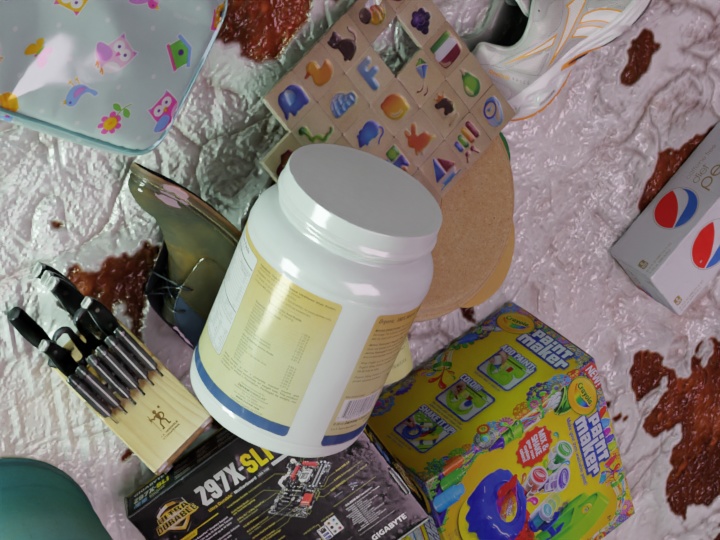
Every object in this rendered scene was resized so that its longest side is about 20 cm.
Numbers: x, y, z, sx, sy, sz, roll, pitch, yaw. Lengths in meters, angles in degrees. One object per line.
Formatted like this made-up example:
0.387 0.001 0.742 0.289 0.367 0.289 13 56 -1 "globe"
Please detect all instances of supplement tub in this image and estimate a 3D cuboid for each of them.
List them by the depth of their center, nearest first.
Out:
-0.031 0.022 1.544 0.144 0.145 0.201 1 125 -37 "supplement tub"

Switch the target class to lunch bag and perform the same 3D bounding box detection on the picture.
-0.203 -0.169 1.446 0.199 0.077 0.161 18 104 -42 "lunch bag"

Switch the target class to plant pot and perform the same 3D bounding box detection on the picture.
-0.250 0.275 1.583 0.199 0.188 0.201 -17 123 -28 "plant pot"

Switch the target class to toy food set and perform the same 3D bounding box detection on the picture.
0.045 -0.059 1.681 0.199 0.049 0.200 -12 101 -31 "toy food set"

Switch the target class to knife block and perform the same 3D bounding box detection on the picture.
-0.196 0.075 1.610 0.064 0.200 0.176 -44 88 -7 "knife block"

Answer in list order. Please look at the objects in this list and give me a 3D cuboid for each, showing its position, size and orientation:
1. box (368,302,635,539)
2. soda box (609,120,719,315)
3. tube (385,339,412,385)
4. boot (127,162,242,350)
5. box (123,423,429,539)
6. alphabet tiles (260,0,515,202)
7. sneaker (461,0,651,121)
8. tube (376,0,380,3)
0.120 0.175 1.853 0.192 0.122 0.201 -35 131 -18 "box"
0.324 -0.062 1.914 0.200 0.064 0.068 -50 133 -5 "soda box"
0.000 0.000 1.715 0.051 0.058 0.201 -5 118 15 "tube"
-0.132 0.000 1.596 0.097 0.075 0.200 -53 135 -4 "boot"
-0.067 0.194 1.702 0.199 0.049 0.160 -36 108 5 "box"
0.015 -0.117 1.625 0.200 0.008 0.167 -48 114 -20 "alphabet tiles"
0.163 -0.219 1.701 0.200 0.076 0.092 -48 129 -6 "sneaker"
0.006 -0.302 1.537 0.058 0.052 0.201 -27 128 -17 "tube"
